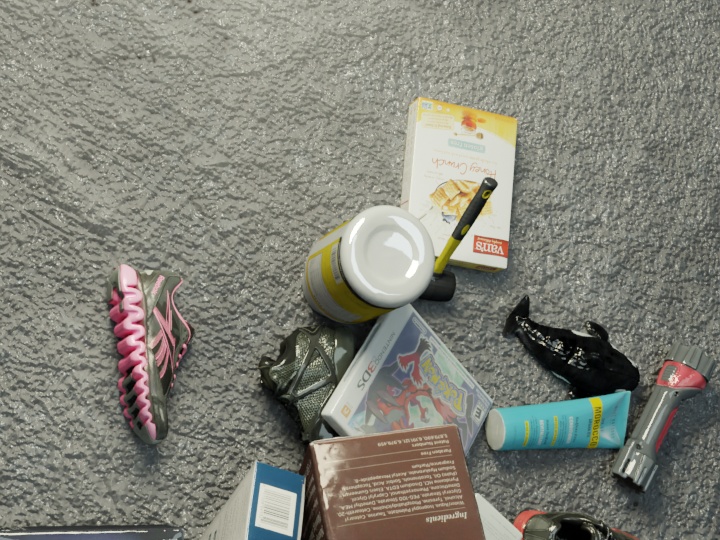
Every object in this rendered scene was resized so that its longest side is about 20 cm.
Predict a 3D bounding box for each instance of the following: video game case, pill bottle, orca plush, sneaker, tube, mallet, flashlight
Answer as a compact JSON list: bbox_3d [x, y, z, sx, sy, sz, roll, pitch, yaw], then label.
[{"bbox_3d":[0.061,0.162,1.415,0.200,0.023,0.183,49,56,-25],"label":"video game case"},{"bbox_3d":[0.000,0.000,1.372,0.111,0.200,0.114,4,79,-19],"label":"pill bottle"},{"bbox_3d":[0.284,0.098,1.530,0.200,0.071,0.106,41,69,-9],"label":"orca plush"},{"bbox_3d":[-0.225,0.091,1.347,0.094,0.079,0.203,-4,83,-32],"label":"sneaker"},{"bbox_3d":[0.287,0.343,1.473,0.198,0.098,0.072,18,73,-18],"label":"sneaker"},{"bbox_3d":[0.254,0.195,1.517,0.198,0.050,0.078,-1,110,-24],"label":"tube"},{"bbox_3d":[0.121,-0.033,1.439,0.065,0.200,0.041,15,43,-26],"label":"mallet"},{"bbox_3d":[0.394,0.194,1.562,0.067,0.068,0.201,26,74,12],"label":"flashlight"},{"bbox_3d":[-0.068,0.162,1.388,0.113,0.076,0.202,4,81,-12],"label":"sneaker"}]

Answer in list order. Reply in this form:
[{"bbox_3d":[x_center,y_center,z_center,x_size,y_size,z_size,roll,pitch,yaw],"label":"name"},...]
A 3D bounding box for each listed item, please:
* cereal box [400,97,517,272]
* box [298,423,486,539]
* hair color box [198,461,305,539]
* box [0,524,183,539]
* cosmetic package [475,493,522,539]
[{"bbox_3d":[0.124,-0.107,1.524,0.142,0.039,0.203,9,77,-19],"label":"cereal box"},{"bbox_3d":[0.031,0.290,1.245,0.162,0.167,0.202,-4,59,-14],"label":"box"},{"bbox_3d":[-0.124,0.298,1.261,0.060,0.200,0.101,20,46,-16],"label":"hair color box"},{"bbox_3d":[-0.289,0.366,1.241,0.196,0.123,0.203,3,80,-21],"label":"box"},{"bbox_3d":[0.086,0.360,1.388,0.081,0.113,0.201,41,71,-8],"label":"cosmetic package"}]
